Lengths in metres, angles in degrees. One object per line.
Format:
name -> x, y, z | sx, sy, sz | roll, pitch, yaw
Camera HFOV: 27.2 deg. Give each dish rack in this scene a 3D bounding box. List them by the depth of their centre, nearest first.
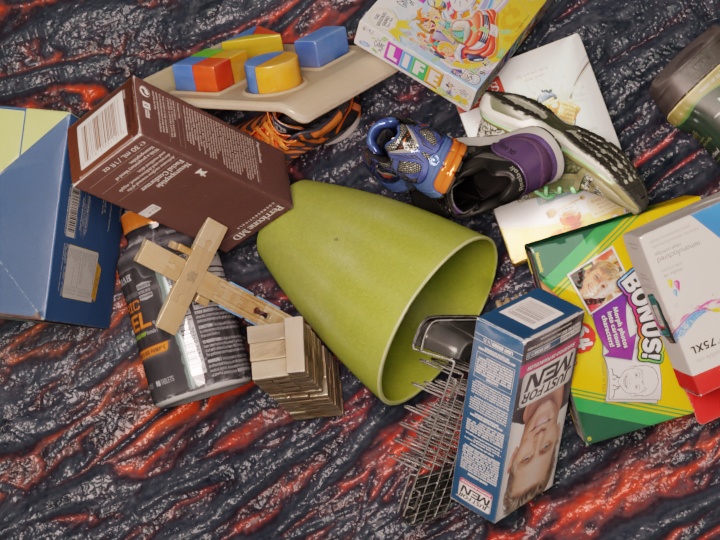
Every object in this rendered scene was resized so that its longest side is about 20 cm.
dish rack -> 0.081, 0.146, 1.444 | 0.054, 0.153, 0.201 | 21, 98, 26

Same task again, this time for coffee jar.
coffee jar -> 0.381, -0.141, 1.462 | 0.104, 0.085, 0.200 | -43, 81, 2

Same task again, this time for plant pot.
plant pot -> 0.000, 0.000, 1.466 | 0.199, 0.187, 0.188 | 33, 90, 23

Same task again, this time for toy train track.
toy train track -> -0.136, 0.022, 1.455 | 0.199, 0.032, 0.115 | 30, 84, -29

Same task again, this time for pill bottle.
pill bottle -> -0.184, 0.030, 1.511 | 0.106, 0.106, 0.201 | -17, 83, 6

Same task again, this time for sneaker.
sneaker -> 0.098, -0.085, 1.438 | 0.087, 0.200, 0.076 | -34, 99, -36
sneaker -> 0.039, -0.122, 1.453 | 0.078, 0.200, 0.076 | 31, 85, -17
sneaker -> 0.190, -0.098, 1.454 | 0.200, 0.077, 0.089 | 35, 118, 23
sneaker -> -0.096, -0.139, 1.509 | 0.199, 0.112, 0.078 | -32, 82, 4

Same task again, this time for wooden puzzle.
wooden puzzle -> -0.088, -0.202, 1.453 | 0.199, 0.185, 0.047 | 12, 120, 32

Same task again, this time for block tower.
block tower -> -0.061, 0.098, 1.442 | 0.057, 0.200, 0.054 | -8, 72, 6

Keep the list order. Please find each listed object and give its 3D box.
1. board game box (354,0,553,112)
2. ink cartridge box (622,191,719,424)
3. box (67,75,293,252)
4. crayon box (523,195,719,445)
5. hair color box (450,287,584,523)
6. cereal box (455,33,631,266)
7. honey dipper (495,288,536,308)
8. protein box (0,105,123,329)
board game box -> 0.101, -0.261, 1.480 | 0.134, 0.034, 0.200 | 31, 56, 8
ink cartridge box -> 0.338, 0.037, 1.392 | 0.116, 0.067, 0.201 | -23, 95, -3
box -> -0.169, -0.096, 1.410 | 0.100, 0.199, 0.075 | -32, 54, 31
crayon box -> 0.270, 0.047, 1.451 | 0.171, 0.058, 0.201 | -17, 94, 0
hair color box -> 0.148, 0.128, 1.414 | 0.060, 0.100, 0.201 | 27, 123, 35
cereal box -> 0.187, -0.121, 1.508 | 0.143, 0.040, 0.201 | -20, 83, 5
honey dipper -> 0.235, 0.022, 1.495 | 0.199, 0.038, 0.038 | -15, 84, 2
protein box -> -0.330, -0.049, 1.487 | 0.134, 0.200, 0.200 | 6, 86, 8
